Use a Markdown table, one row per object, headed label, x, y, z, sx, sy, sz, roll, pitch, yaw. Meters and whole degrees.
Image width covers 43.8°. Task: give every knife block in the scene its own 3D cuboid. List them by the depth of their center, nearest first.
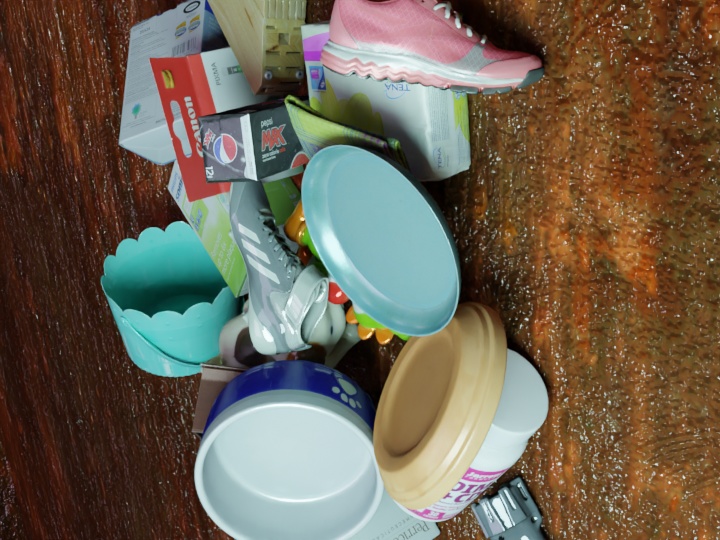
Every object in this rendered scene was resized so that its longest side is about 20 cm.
| label | x | y | z | sx | sy | sz | roll | pitch | yaw |
| --- | --- | --- | --- | --- | --- | --- | --- | --- | --- |
| knife block | -0.139 | -0.315 | 1.047 | 0.174 | 0.063 | 0.204 | 19 | 112 | 45 |

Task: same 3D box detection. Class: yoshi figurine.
| label | x | y | z | sx | sy | sz | roll | pitch | yaw |
| --- | --- | --- | --- | --- | --- | --- | --- | --- | --- |
| yoshi figurine | 0.012 | -0.009 | 0.974 | 0.200 | 0.111 | 0.114 | 41 | 129 | 34 |

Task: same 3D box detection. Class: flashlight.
| label | x | y | z | sx | sy | sz | roll | pitch | yaw |
| --- | --- | --- | --- | --- | --- | --- | --- | --- | --- |
| flashlight | 0.183 | 0.326 | 0.937 | 0.068 | 0.067 | 0.202 | -42 | 73 | 47 |

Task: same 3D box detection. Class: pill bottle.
| label | x | y | z | sx | sy | sz | roll | pitch | yaw |
| --- | --- | --- | --- | --- | --- | --- | --- | --- | --- |
| pill bottle | 0.105 | 0.170 | 0.927 | 0.114 | 0.112 | 0.201 | 55 | 142 | 20 |

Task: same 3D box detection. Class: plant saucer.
| label | x | y | z | sx | sy | sz | roll | pitch | yaw |
| --- | --- | --- | --- | --- | --- | --- | --- | --- | --- |
| plant saucer | 0.066 | 0.120 | 0.843 | 0.201 | 0.037 | 0.202 | -54 | 20 | 30 |
| plant saucer | 0.022 | -0.031 | 0.844 | 0.199 | 0.027 | 0.203 | 32 | 141 | 30 |

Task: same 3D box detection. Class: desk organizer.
| label | x | y | z | sx | sy | sz | roll | pitch | yaw |
| --- | --- | --- | --- | --- | --- | --- | --- | --- | --- |
| desk organizer | -0.149 | 0.178 | 1.093 | 0.201 | 0.070 | 0.079 | 85 | -169 | -70 |

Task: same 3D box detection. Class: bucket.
| label | x | y | z | sx | sy | sz | roll | pitch | yaw |
| --- | --- | --- | --- | --- | --- | --- | --- | --- | --- |
| bucket | -0.263 | 0.043 | 1.296 | 0.206 | 0.205 | 0.137 | 38 | 144 | 36 |

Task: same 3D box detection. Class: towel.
| label | x | y | z | sx | sy | sz | roll | pitch | yaw |
| --- | --- | --- | --- | --- | --- | --- | --- | --- | --- |
| towel | 0.007 | -0.091 | 0.905 | 0.142 | 0.023 | 0.201 | 26 | 162 | 32 |

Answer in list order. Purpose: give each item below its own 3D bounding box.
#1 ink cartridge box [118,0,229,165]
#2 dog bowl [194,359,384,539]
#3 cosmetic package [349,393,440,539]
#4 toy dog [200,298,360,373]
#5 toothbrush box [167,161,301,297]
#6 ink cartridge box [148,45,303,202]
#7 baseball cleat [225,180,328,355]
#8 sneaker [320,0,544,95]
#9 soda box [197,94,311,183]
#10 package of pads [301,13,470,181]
| label | x | y | z | sx | sy | sz | roll | pitch | yaw |
| --- | --- | --- | --- | --- | --- | --- | --- | --- | --- |
| ink cartridge box | -0.221 | -0.251 | 1.119 | 0.134 | 0.076 | 0.204 | -12 | 68 | 30 |
| dog bowl | -0.072 | 0.198 | 0.949 | 0.079 | 0.196 | 0.204 | -89 | 1 | -61 |
| cosmetic package | -0.040 | 0.296 | 1.137 | 0.202 | 0.166 | 0.166 | 61 | 143 | 12 |
| toy dog | -0.092 | 0.069 | 1.089 | 0.199 | 0.191 | 0.142 | -29 | 71 | 61 |
| toothbrush box | -0.164 | -0.093 | 1.189 | 0.201 | 0.085 | 0.146 | 56 | 142 | 21 |
| ink cartridge box | -0.147 | -0.175 | 1.034 | 0.049 | 0.200 | 0.164 | -12 | 98 | 25 |
| baseball cleat | -0.085 | -0.014 | 0.966 | 0.105 | 0.069 | 0.204 | -10 | 90 | 26 |
| sneaker | 0.064 | -0.202 | 0.771 | 0.196 | 0.074 | 0.089 | 9 | 106 | 5 |
| soda box | -0.093 | -0.145 | 0.965 | 0.062 | 0.200 | 0.072 | 0 | 106 | 24 |
| package of pads | 0.023 | -0.175 | 0.911 | 0.198 | 0.067 | 0.158 | 16 | 118 | 50 |
